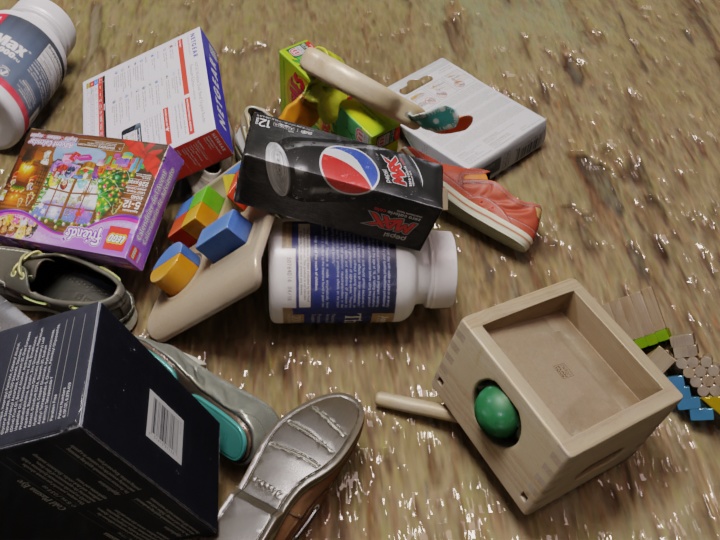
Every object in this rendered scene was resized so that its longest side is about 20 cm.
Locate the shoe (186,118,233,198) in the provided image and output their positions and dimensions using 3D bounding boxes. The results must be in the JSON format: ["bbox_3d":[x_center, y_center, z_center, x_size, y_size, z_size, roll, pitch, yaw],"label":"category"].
[{"bbox_3d":[-0.196,-0.168,0.981,0.069,0.054,0.202,-7,52,-11],"label":"shoe"}]

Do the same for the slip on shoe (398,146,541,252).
[{"bbox_3d":[0.132,-0.098,0.932,0.199,0.074,0.062,33,85,14],"label":"slip on shoe"}]

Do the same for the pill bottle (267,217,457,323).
[{"bbox_3d":[0.000,0.000,0.822,0.196,0.112,0.112,-1,50,-5],"label":"pill bottle"}]

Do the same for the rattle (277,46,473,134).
[{"bbox_3d":[0.006,-0.155,0.858,0.198,0.130,0.144,30,85,-2],"label":"rattle"}]

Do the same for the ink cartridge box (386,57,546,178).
[{"bbox_3d":[0.130,-0.203,1.049,0.162,0.058,0.199,-33,52,-27],"label":"ink cartridge box"}]

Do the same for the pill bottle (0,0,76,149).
[{"bbox_3d":[-0.457,-0.266,0.998,0.118,0.121,0.202,10,50,4],"label":"pill bottle"}]

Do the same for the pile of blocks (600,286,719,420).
[{"bbox_3d":[0.339,0.103,0.811,0.200,0.082,0.062,49,19,20],"label":"pile of blocks"}]

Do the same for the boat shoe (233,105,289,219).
[{"bbox_3d":[-0.095,-0.123,0.941,0.074,0.069,0.200,-29,62,-29],"label":"boat shoe"}]

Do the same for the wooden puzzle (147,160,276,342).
[{"bbox_3d":[-0.157,-0.043,0.814,0.046,0.184,0.202,36,44,-32],"label":"wooden puzzle"}]

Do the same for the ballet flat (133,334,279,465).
[{"bbox_3d":[-0.160,0.121,0.749,0.198,0.068,0.063,29,25,25],"label":"ballet flat"}]

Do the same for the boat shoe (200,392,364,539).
[{"bbox_3d":[-0.067,0.196,0.686,0.071,0.069,0.200,28,55,28],"label":"boat shoe"}]

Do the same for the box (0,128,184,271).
[{"bbox_3d":[-0.309,-0.083,0.855,0.197,0.039,0.139,9,71,20],"label":"box"}]

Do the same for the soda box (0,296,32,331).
[{"bbox_3d":[-0.392,0.051,0.762,0.199,0.071,0.063,32,57,18],"label":"soda box"}]

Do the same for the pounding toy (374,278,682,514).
[{"bbox_3d":[0.153,0.123,0.738,0.198,0.143,0.185,-16,53,-31],"label":"pounding toy"}]

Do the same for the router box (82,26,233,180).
[{"bbox_3d":[-0.258,-0.192,0.953,0.177,0.049,0.202,-21,53,8],"label":"router box"}]

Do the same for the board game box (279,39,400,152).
[{"bbox_3d":[-0.031,-0.198,0.989,0.047,0.102,0.200,-29,58,-24],"label":"board game box"}]

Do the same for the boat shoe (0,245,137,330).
[{"bbox_3d":[-0.333,0.010,0.818,0.199,0.061,0.073,19,51,10],"label":"boat shoe"}]

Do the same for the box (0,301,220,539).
[{"bbox_3d":[-0.233,0.141,0.596,0.179,0.201,0.105,-16,49,9],"label":"box"}]

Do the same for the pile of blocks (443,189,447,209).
[{"bbox_3d":[-0.001,-0.099,0.859,0.196,0.063,0.082,-1,6,-8],"label":"pile of blocks"}]

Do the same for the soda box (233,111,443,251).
[{"bbox_3d":[-0.020,-0.086,0.752,0.197,0.071,0.064,14,50,-10],"label":"soda box"}]
